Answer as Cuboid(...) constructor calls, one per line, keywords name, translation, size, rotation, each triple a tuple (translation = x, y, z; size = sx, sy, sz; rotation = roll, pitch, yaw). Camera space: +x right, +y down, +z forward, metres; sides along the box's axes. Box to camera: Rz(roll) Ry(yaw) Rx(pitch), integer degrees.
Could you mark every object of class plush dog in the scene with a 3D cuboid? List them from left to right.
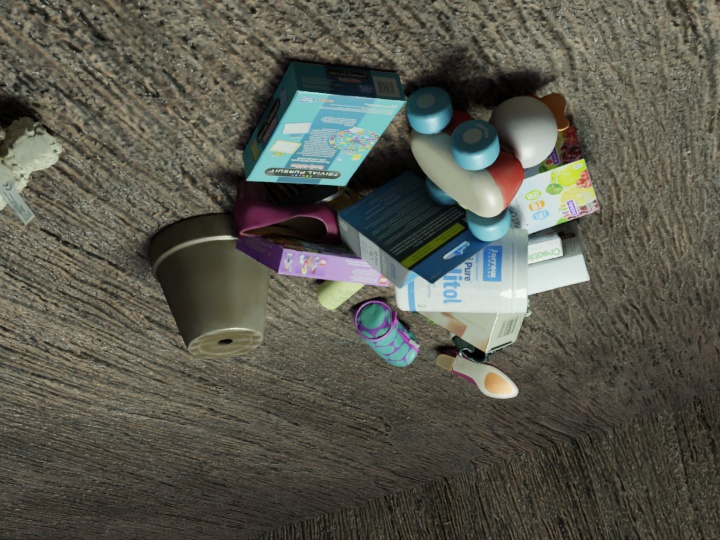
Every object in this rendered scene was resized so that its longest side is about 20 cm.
Cuboid(name="plush dog", translation=(-0.475, -0.113, 1.127), size=(0.199, 0.162, 0.171), rotation=(14, 171, -41))

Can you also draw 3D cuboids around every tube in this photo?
Cuboid(name="tube", translation=(0.000, 0.000, 1.683), size=(0.200, 0.052, 0.058), rotation=(-39, -175, 35))

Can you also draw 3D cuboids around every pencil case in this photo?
Cuboid(name="pencil case", translation=(0.055, 0.127, 1.931), size=(0.091, 0.086, 0.200), rotation=(-3, 159, 19))

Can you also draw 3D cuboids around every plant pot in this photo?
Cuboid(name="plant pot", translation=(-0.222, 0.035, 1.499), size=(0.198, 0.175, 0.200), rotation=(-10, 154, -5))

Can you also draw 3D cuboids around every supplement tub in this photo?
Cuboid(name="supplement tub", translation=(0.154, -0.002, 1.467), size=(0.198, 0.133, 0.132), rotation=(0, 157, 9))

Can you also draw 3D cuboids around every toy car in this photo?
Cuboid(name="toy car", translation=(0.187, -0.182, 1.304), size=(0.199, 0.177, 0.185), rotation=(-37, 144, -12))

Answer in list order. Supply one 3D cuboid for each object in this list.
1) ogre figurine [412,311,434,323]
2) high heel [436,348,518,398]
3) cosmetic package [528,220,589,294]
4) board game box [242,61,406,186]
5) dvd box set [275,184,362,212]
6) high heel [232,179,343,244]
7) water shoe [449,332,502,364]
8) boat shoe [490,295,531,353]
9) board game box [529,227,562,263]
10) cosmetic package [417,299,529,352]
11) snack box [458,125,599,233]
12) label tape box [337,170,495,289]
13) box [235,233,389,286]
Cuboid(name="ogre figurine", translation=(0.196, 0.042, 1.790), size=(0.119, 0.099, 0.200), rotation=(-5, 150, -42))
Cuboid(name="high heel", translation=(0.268, 0.232, 2.176), size=(0.198, 0.068, 0.096), rotation=(17, -173, 16))
Cuboid(name="cosmetic package", translation=(0.304, -0.019, 1.635), size=(0.149, 0.052, 0.200), rotation=(-17, -165, 14))
Cuboid(name="board game box", translation=(-0.052, -0.186, 1.259), size=(0.150, 0.047, 0.200), rotation=(1, 153, -27))
Cuboid(name="dvd box set", translation=(-0.049, -0.073, 1.520), size=(0.145, 0.030, 0.200), rotation=(-22, 154, 20))
Cuboid(name="high heel", translation=(-0.096, -0.055, 1.390), size=(0.199, 0.097, 0.068), rotation=(19, 134, -25))
Cuboid(name="water shoe", translation=(0.260, 0.173, 2.132), size=(0.071, 0.080, 0.199), rotation=(-27, 152, 30))
Cuboid(name="boat shoe", translation=(0.279, 0.066, 1.742), size=(0.200, 0.062, 0.073), rotation=(-48, 164, 15))
Cuboid(name="board game box", translation=(0.224, -0.034, 1.594), size=(0.198, 0.035, 0.126), rotation=(-13, -164, 5))
Cuboid(name="cosmetic package", translation=(0.175, 0.051, 1.656), size=(0.103, 0.199, 0.088), rotation=(-12, 125, -47))
Cuboid(name="snack box", translation=(0.252, -0.122, 1.473), size=(0.198, 0.068, 0.169), rotation=(-18, 151, 15))
Cuboid(name="label tape box", translation=(0.084, -0.046, 1.382), size=(0.144, 0.200, 0.064), rotation=(-33, 142, -25))
Cuboid(name="box", translation=(-0.068, -0.021, 1.441), size=(0.199, 0.039, 0.137), rotation=(7, -168, -37))
